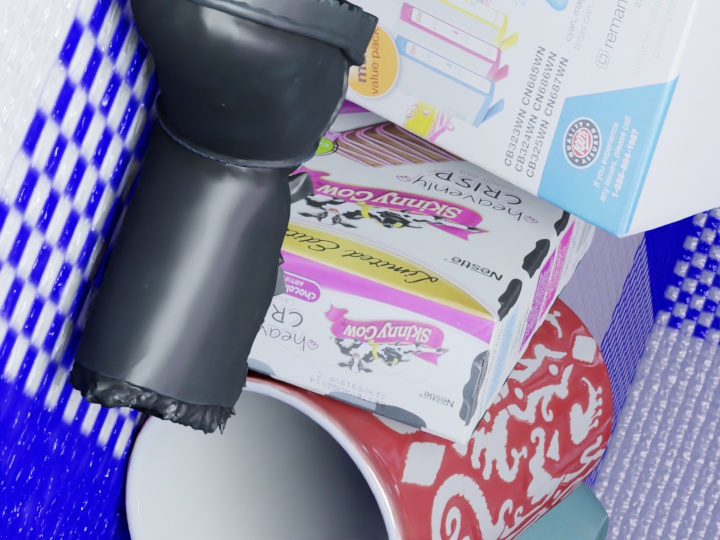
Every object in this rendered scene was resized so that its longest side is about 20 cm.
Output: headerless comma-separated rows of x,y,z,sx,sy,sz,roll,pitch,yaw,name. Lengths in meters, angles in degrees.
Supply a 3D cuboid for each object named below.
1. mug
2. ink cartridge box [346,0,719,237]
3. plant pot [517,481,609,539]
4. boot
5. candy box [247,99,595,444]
-0.004,0.078,1.253,0.200,0.177,0.134,-27,114,-52,mug
0.070,-0.118,1.188,0.125,0.200,0.129,-19,130,-54,ink cartridge box
0.043,0.166,1.623,0.201,0.161,0.201,21,90,-79,plant pot
-0.057,-0.027,1.014,0.198,0.073,0.163,1,112,-80,boot
0.015,-0.018,1.206,0.200,0.136,0.061,-54,159,-59,candy box
